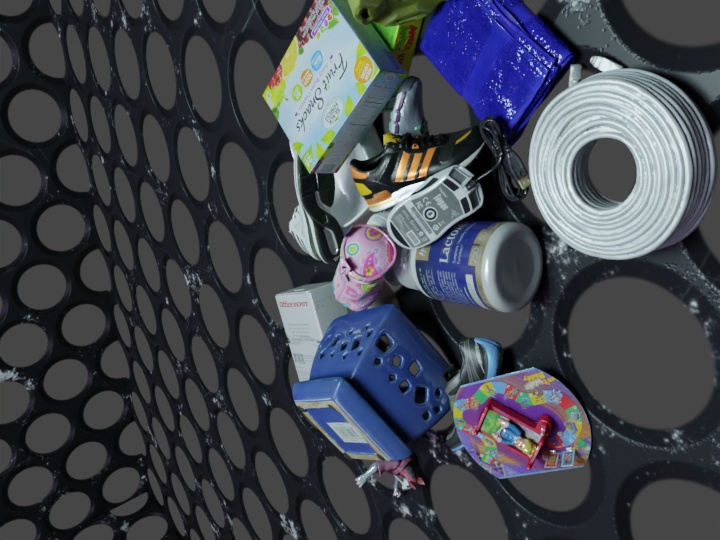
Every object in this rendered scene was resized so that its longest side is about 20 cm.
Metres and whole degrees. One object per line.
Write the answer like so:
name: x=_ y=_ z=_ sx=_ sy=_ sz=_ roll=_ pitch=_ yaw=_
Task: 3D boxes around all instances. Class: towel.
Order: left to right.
towel: x=0.157 y=-0.272 z=0.779 sx=0.201 sy=0.049 sz=0.148 roll=56 pitch=142 yaw=21

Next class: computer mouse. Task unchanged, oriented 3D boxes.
computer mouse: x=0.118 y=-0.101 z=0.812 sx=0.198 sy=0.044 sz=0.110 roll=-31 pitch=106 yaw=26

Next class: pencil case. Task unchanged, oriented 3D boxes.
pencil case: x=0.000 y=0.000 z=0.953 sx=0.088 sy=0.086 sz=0.200 roll=62 pitch=168 yaw=12

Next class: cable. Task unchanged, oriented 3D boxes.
cable: x=0.275 y=-0.112 z=0.675 sx=0.199 sy=0.068 sz=0.203 roll=35 pitch=132 yaw=40

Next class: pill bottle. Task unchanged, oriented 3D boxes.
pill bottle: x=0.141 y=-0.011 z=0.868 sx=0.198 sy=0.114 sz=0.118 roll=7 pitch=112 yaw=52

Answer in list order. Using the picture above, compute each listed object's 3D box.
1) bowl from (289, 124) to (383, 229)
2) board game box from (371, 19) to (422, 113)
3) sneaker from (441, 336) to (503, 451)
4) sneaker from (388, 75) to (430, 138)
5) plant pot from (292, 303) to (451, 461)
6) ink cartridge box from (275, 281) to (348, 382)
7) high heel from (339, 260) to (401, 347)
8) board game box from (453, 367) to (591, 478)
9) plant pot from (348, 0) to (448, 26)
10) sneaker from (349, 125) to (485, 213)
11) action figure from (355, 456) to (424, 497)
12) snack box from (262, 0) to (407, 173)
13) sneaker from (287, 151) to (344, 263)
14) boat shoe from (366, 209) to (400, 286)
bowl: x=-0.026 y=-0.183 z=1.053 sx=0.199 sy=0.074 sz=0.203 roll=-30 pitch=81 yaw=54
board game box: x=0.034 y=-0.349 z=0.912 sx=0.102 sy=0.047 sz=0.202 roll=45 pitch=138 yaw=31
sneaker: x=0.163 y=0.187 z=0.959 sx=0.081 sy=0.071 sz=0.203 roll=18 pitch=118 yaw=20
sneaker: x=0.089 y=-0.180 z=0.920 sx=0.086 sy=0.074 sz=0.203 roll=20 pitch=127 yaw=20
plant pot: x=0.017 y=0.196 z=1.028 sx=0.201 sy=0.180 sz=0.199 roll=49 pitch=148 yaw=-14
ink cartridge box: x=-0.084 y=0.132 z=1.273 sx=0.145 sy=0.085 sz=0.204 roll=-6 pitch=99 yaw=54
high heel: x=0.019 y=0.043 z=1.128 sx=0.096 sy=0.066 sz=0.203 roll=157 pitch=93 yaw=-76
board game box: x=0.217 y=0.228 z=0.876 sx=0.198 sy=0.039 sz=0.160 roll=-21 pitch=98 yaw=33
plant pot: x=0.035 y=-0.405 z=0.737 sx=0.199 sy=0.198 sz=0.188 roll=-14 pitch=90 yaw=55
sneaker: x=0.073 y=-0.158 z=0.856 sx=0.198 sy=0.070 sz=0.091 roll=-26 pitch=112 yaw=27
action figure: x=0.049 y=0.353 z=1.217 sx=0.198 sy=0.134 sz=0.151 roll=26 pitch=84 yaw=30
snack box: x=-0.045 y=-0.274 z=0.923 sx=0.200 sy=0.067 sz=0.170 roll=-48 pitch=64 yaw=39
sneaker: x=-0.096 y=-0.113 z=1.056 sx=0.114 sy=0.075 sz=0.204 roll=12 pitch=118 yaw=49
boat shoe: x=0.051 y=-0.044 z=1.000 sx=0.072 sy=0.069 sz=0.201 roll=34 pitch=161 yaw=26
